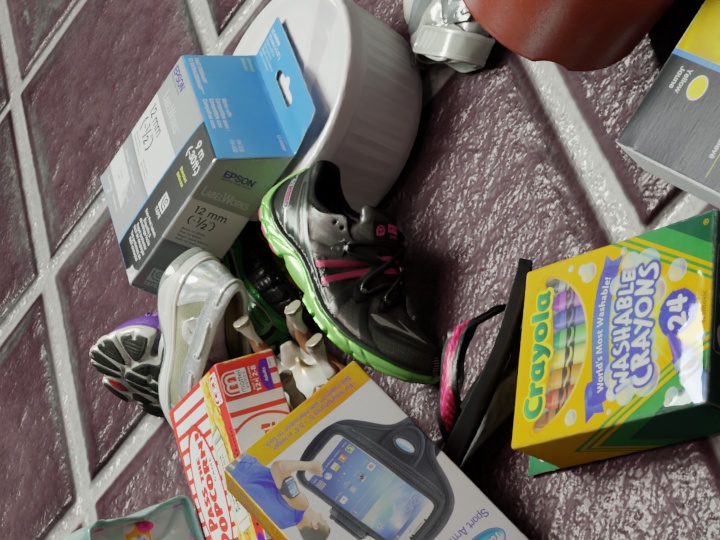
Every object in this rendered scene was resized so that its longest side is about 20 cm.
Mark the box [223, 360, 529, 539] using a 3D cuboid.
[{"bbox_3d":[0.018,0.167,1.279,0.119,0.042,0.200,-39,65,-17],"label":"box"}]

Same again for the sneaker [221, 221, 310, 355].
[{"bbox_3d":[-0.105,-0.001,1.634,0.085,0.078,0.200,-55,36,19],"label":"sneaker"}]

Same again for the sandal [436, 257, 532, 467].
[{"bbox_3d":[0.068,0.082,1.342,0.075,0.045,0.202,-6,-60,-80],"label":"sandal"}]

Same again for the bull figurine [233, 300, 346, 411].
[{"bbox_3d":[-0.025,0.097,1.438,0.065,0.122,0.200,-35,26,-10],"label":"bull figurine"}]

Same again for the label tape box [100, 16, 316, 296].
[{"bbox_3d":[-0.123,-0.096,1.555,0.201,0.066,0.144,-55,35,26],"label":"label tape box"}]

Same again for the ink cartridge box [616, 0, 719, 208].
[{"bbox_3d":[0.269,-0.124,1.186,0.199,0.047,0.200,-56,31,1],"label":"ink cartridge box"}]

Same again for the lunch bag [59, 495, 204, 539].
[{"bbox_3d":[-0.181,0.298,1.507,0.170,0.121,0.202,-29,78,47],"label":"lunch bag"}]

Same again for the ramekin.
[{"bbox_3d":[-0.033,-0.125,1.583,0.202,0.094,0.204,-34,47,44],"label":"ramekin"}]

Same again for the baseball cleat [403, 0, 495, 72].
[{"bbox_3d":[0.103,-0.215,1.486,0.200,0.069,0.107,-38,48,52],"label":"baseball cleat"}]

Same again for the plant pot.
[{"bbox_3d":[0.159,-0.248,1.287,0.196,0.199,0.202,121,152,-50],"label":"plant pot"}]

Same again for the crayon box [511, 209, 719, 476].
[{"bbox_3d":[0.163,0.050,1.247,0.199,0.051,0.127,-21,54,48],"label":"crayon box"}]

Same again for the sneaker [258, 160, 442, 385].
[{"bbox_3d":[0.000,0.000,1.436,0.084,0.077,0.201,-44,68,19],"label":"sneaker"}]

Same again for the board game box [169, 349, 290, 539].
[{"bbox_3d":[-0.082,0.153,1.420,0.200,0.046,0.153,136,119,-70],"label":"board game box"}]

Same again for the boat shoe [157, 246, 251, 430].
[{"bbox_3d":[-0.114,0.075,1.544,0.065,0.074,0.203,31,138,33],"label":"boat shoe"}]

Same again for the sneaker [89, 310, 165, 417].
[{"bbox_3d":[-0.178,0.062,1.649,0.200,0.080,0.084,125,170,-75],"label":"sneaker"}]
